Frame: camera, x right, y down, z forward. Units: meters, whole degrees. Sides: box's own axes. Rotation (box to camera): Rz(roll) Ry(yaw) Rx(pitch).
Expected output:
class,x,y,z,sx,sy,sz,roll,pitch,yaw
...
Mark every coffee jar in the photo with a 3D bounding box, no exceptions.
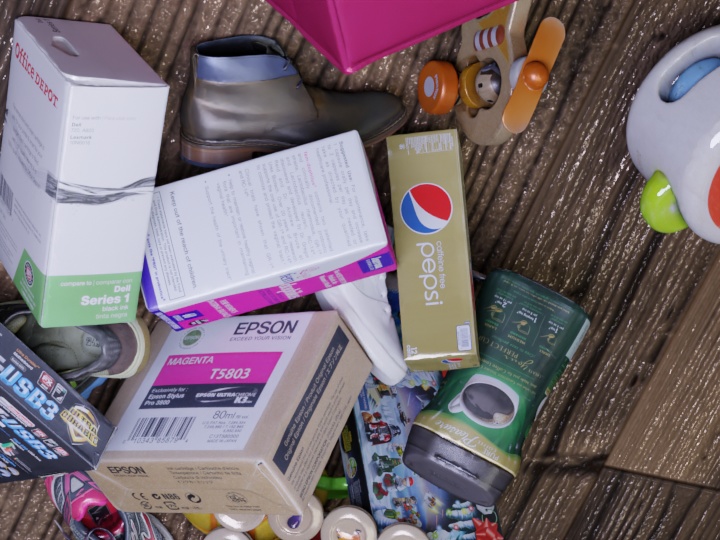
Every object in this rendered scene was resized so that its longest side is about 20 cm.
class,x,y,z,sx,sy,sz,roll,pitch,yaw
coffee jar,0.119,0.106,1.431,0.104,0.085,0.200,27,82,5

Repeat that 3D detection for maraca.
class,x,y,z,sx,sy,sz,roll,pitch,yaw
maraca,-0.082,0.201,1.485,0.199,0.137,0.107,7,77,-33

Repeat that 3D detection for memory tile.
class,x,y,z,sx,sy,sz,roll,pitch,yaw
memory tile,-0.045,0.269,1.400,0.199,0.017,0.154,16,101,3

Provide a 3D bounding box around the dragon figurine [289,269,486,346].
class,x,y,z,sx,sy,sz,roll,pitch,yaw
dragon figurine,0.024,0.033,1.477,0.199,0.059,0.100,2,116,-27

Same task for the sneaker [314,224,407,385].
class,x,y,z,sx,sy,sz,roll,pitch,yaw
sneaker,0.000,0.000,1.390,0.088,0.075,0.200,-31,90,-12

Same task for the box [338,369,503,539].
class,x,y,z,sx,sy,sz,roll,pitch,yaw
box,0.049,0.166,1.487,0.137,0.201,0.040,5,149,-30

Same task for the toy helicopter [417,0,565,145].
class,x,y,z,sx,sy,sz,roll,pitch,yaw
toy helicopter,0.126,-0.199,1.350,0.079,0.132,0.201,2,116,-27

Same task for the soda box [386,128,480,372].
class,x,y,z,sx,sy,sz,roll,pitch,yaw
soda box,0.063,-0.017,1.386,0.064,0.201,0.068,-5,167,6

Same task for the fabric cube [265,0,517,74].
class,x,y,z,sx,sy,sz,roll,pitch,yaw
fabric cube,0.013,-0.299,1.197,0.196,0.200,0.200,-24,126,-14

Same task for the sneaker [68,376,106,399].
class,x,y,z,sx,sy,sz,roll,pitch,yaw
sneaker,-0.258,0.070,1.350,0.083,0.071,0.200,24,108,-41

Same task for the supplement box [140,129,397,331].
class,x,y,z,sx,sy,sz,roll,pitch,yaw
supplement box,-0.080,-0.031,1.309,0.199,0.104,0.101,-17,167,3

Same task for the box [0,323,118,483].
class,x,y,z,sx,sy,sz,roll,pitch,yaw
box,-0.325,0.094,1.257,0.200,0.198,0.050,46,47,-31

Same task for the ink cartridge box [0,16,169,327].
class,x,y,z,sx,sy,sz,roll,pitch,yaw
ink cartridge box,-0.220,-0.078,1.238,0.084,0.146,0.201,-2,118,-29

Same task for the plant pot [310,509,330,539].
class,x,y,z,sx,sy,sz,roll,pitch,yaw
plant pot,-0.055,0.338,1.530,0.200,0.200,0.183,-11,113,-21

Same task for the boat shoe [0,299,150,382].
class,x,y,z,sx,sy,sz,roll,pitch,yaw
boat shoe,-0.266,0.057,1.278,0.066,0.200,0.072,10,80,-65

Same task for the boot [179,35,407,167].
class,x,y,z,sx,sy,sz,roll,pitch,yaw
boot,-0.053,-0.148,1.328,0.199,0.075,0.097,-11,124,-18

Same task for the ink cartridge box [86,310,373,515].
class,x,y,z,sx,sy,sz,roll,pitch,yaw
ink cartridge box,-0.112,0.118,1.338,0.075,0.199,0.165,57,42,-35

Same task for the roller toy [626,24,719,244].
class,x,y,z,sx,sy,sz,roll,pitch,yaw
roller toy,0.350,-0.131,1.497,0.199,0.140,0.183,-3,129,-27

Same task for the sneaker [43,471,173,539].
class,x,y,z,sx,sy,sz,roll,pitch,yaw
sneaker,-0.224,0.251,1.468,0.081,0.075,0.200,-35,127,-5
